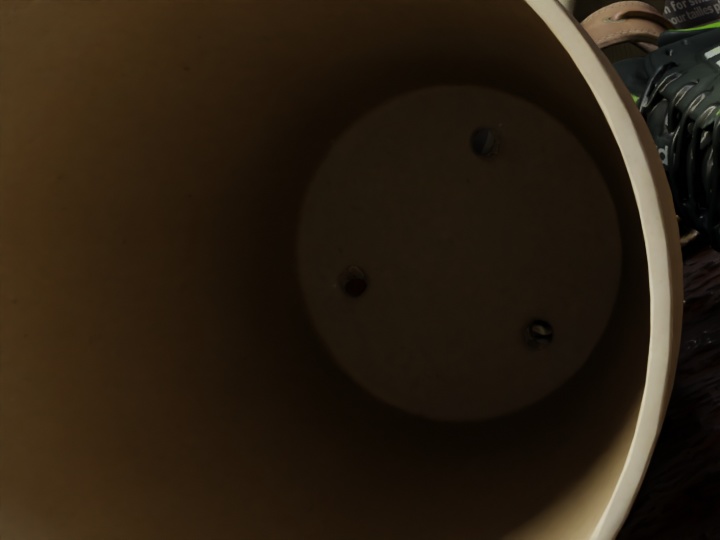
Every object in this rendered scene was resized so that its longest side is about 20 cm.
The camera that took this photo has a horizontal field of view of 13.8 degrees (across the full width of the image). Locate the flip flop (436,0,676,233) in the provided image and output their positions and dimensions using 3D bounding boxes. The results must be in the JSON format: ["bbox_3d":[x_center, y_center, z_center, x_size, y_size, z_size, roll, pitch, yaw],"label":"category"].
[{"bbox_3d":[0.069,-0.051,0.894,0.057,0.081,0.200,10,18,12],"label":"flip flop"}]

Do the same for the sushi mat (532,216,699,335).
[{"bbox_3d":[0.054,-0.015,0.956,0.096,0.012,0.200,-32,14,-14],"label":"sushi mat"}]

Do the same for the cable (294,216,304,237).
[{"bbox_3d":[-0.039,-0.061,0.797,0.051,0.163,0.200,33,88,34],"label":"cable"}]

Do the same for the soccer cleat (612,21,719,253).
[{"bbox_3d":[0.100,-0.028,0.772,0.081,0.068,0.200,7,14,9],"label":"soccer cleat"}]

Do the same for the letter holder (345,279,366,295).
[{"bbox_3d":[-0.059,-0.058,0.899,0.100,0.200,0.142,-26,18,29],"label":"letter holder"}]

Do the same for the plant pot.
[{"bbox_3d":[0.000,0.000,0.710,0.187,0.188,0.200,-23,-2,17],"label":"plant pot"}]

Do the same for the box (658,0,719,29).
[{"bbox_3d":[0.087,-0.127,1.054,0.200,0.132,0.115,-13,24,47],"label":"box"}]
